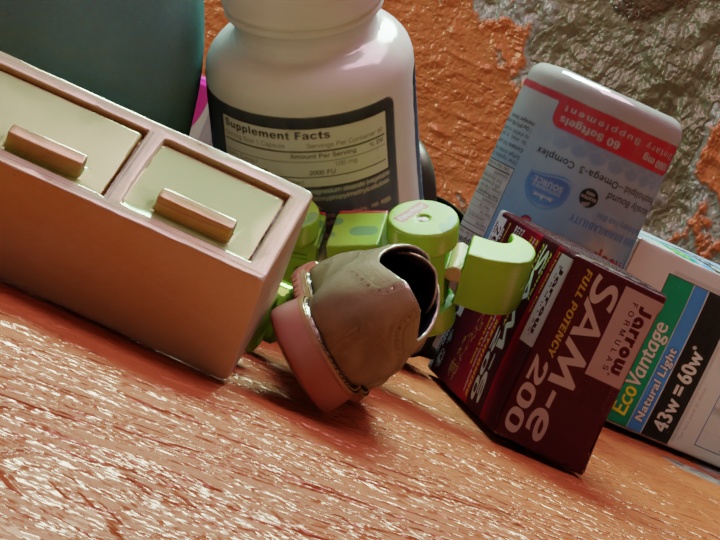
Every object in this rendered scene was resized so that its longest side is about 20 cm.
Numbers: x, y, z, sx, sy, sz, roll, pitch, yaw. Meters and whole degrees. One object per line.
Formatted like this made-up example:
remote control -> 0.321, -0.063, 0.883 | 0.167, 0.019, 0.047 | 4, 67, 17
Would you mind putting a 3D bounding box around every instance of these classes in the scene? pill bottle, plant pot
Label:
pill bottle -> 0.120, -0.023, 1.716 | 0.108, 0.201, 0.109 | 23, 4, -2
pill bottle -> -0.026, -0.088, 1.512 | 0.119, 0.201, 0.120 | -3, 30, 2
plant pot -> -0.172, -0.138, 1.491 | 0.199, 0.189, 0.200 | 19, 7, -2

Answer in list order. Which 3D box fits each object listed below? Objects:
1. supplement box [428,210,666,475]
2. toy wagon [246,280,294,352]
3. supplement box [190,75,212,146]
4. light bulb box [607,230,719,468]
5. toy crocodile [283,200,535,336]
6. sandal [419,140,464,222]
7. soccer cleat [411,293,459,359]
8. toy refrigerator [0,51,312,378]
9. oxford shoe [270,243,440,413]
supplement box -> 0.102, 0.036, 1.520 | 0.061, 0.109, 0.200 | 24, 3, -12
toy wagon -> -0.109, -0.005, 1.344 | 0.155, 0.040, 0.200 | 25, 4, 6
supplement box -> -0.109, -0.076, 1.774 | 0.101, 0.104, 0.200 | 24, 6, 22
light bulb box -> 0.201, 0.043, 1.867 | 0.199, 0.125, 0.198 | 23, 5, -27
toy crocodile -> -0.005, -0.009, 1.458 | 0.199, 0.068, 0.062 | 4, 31, 7
sandal -> 0.054, -0.023, 1.788 | 0.200, 0.054, 0.082 | 79, -13, -50
soccer cleat -> 0.000, 0.000, 1.654 | 0.086, 0.070, 0.200 | 23, 5, -15
toy refrigerator -> -0.129, -0.036, 1.210 | 0.199, 0.070, 0.076 | 25, 38, 3
oxford shoe -> 0.009, 0.021, 1.298 | 0.071, 0.074, 0.200 | 60, 8, -7
